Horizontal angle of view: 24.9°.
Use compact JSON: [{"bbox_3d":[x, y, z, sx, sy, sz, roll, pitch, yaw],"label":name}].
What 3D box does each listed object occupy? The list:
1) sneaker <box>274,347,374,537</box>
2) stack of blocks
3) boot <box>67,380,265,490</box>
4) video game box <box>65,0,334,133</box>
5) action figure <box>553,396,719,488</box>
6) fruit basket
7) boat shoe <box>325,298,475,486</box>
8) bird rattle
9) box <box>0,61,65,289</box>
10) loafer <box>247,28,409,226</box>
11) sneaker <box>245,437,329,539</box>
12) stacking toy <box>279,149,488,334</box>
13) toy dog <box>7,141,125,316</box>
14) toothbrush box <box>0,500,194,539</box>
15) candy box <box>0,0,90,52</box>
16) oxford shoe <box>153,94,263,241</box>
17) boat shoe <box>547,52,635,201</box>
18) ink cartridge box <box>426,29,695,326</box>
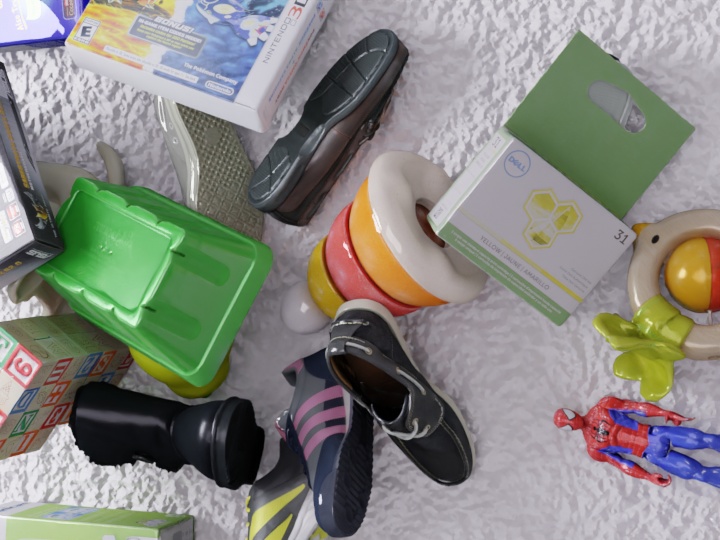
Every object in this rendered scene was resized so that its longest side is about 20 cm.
[{"bbox_3d":[-0.035,0.153,1.418,0.082,0.201,0.070,-14,131,17],"label":"sneaker"},{"bbox_3d":[-0.288,0.102,1.470,0.058,0.200,0.115,38,103,13],"label":"stack of blocks"},{"bbox_3d":[-0.177,0.142,1.429,0.167,0.200,0.077,11,79,5],"label":"boot"},{"bbox_3d":[-0.135,-0.236,1.461,0.199,0.047,0.183,20,68,16],"label":"video game box"},{"bbox_3d":[0.259,0.149,1.378,0.199,0.052,0.066,14,99,19],"label":"action figure"},{"bbox_3d":[-0.166,0.024,1.447,0.215,0.216,0.156,27,87,15],"label":"fruit basket"},{"bbox_3d":[0.033,0.120,1.402,0.072,0.068,0.200,-22,118,25],"label":"boat shoe"},{"bbox_3d":[0.292,0.025,1.341,0.199,0.113,0.164,-7,72,15],"label":"bird rattle"},{"bbox_3d":[-0.361,-0.071,1.435,0.158,0.048,0.201,-28,68,17],"label":"box"},{"bbox_3d":[-0.020,-0.126,1.464,0.200,0.063,0.072,-49,35,11],"label":"loafer"},{"bbox_3d":[-0.072,0.236,1.461,0.084,0.075,0.201,22,71,29],"label":"sneaker"},{"bbox_3d":[0.000,0.000,1.429,0.200,0.146,0.147,-33,81,31],"label":"stacking toy"},{"bbox_3d":[-0.338,-0.069,1.520,0.199,0.140,0.194,32,87,15],"label":"toy dog"},{"bbox_3d":[-0.262,0.300,1.525,0.199,0.086,0.147,1,91,17],"label":"toothbrush box"},{"bbox_3d":[-0.342,-0.293,1.547,0.199,0.077,0.170,-3,91,17],"label":"candy box"},{"bbox_3d":[-0.141,-0.092,1.500,0.058,0.075,0.201,-11,97,59],"label":"oxford shoe"},{"bbox_3d":[0.174,-0.092,1.395,0.075,0.060,0.201,24,103,-19],"label":"boat shoe"},{"bbox_3d":[0.172,-0.074,1.344,0.145,0.048,0.200,36,101,-20],"label":"ink cartridge box"}]
